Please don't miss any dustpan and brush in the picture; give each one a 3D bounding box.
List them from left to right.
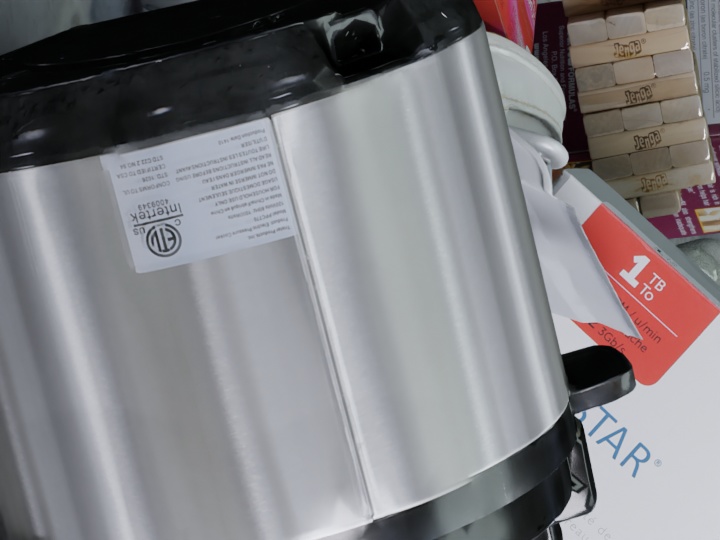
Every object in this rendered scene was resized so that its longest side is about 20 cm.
[{"bbox_3d":[0.003,-0.049,0.874,0.057,0.200,0.140,-67,158,-13],"label":"dustpan and brush"}]

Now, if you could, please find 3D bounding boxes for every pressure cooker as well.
[{"bbox_3d":[-0.032,0.024,0.739,0.179,0.176,0.200,-28,107,-50],"label":"pressure cooker"}]

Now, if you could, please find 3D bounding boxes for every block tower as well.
[{"bbox_3d":[0.113,-0.126,1.124,0.058,0.054,0.200,-68,147,-74],"label":"block tower"}]

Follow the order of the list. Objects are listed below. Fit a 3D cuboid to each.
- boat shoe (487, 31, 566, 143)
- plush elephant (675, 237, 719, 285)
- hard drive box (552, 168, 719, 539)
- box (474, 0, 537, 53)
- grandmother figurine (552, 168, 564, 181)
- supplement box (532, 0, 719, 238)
[{"bbox_3d":[0.016,-0.055,1.005,0.200,0.071,0.069,11,47,-47],"label":"boat shoe"},{"bbox_3d":[0.143,0.075,1.337,0.155,0.165,0.200,52,18,29],"label":"plush elephant"},{"bbox_3d":[0.071,0.086,0.963,0.200,0.156,0.077,-49,172,10],"label":"hard drive box"},{"bbox_3d":[0.009,-0.165,1.041,0.200,0.095,0.100,67,26,-51],"label":"box"},{"bbox_3d":[0.085,-0.006,1.156,0.200,0.060,0.121,61,-7,-24],"label":"grandmother figurine"},{"bbox_3d":[0.128,-0.072,1.237,0.110,0.199,0.086,53,33,-62],"label":"supplement box"}]
